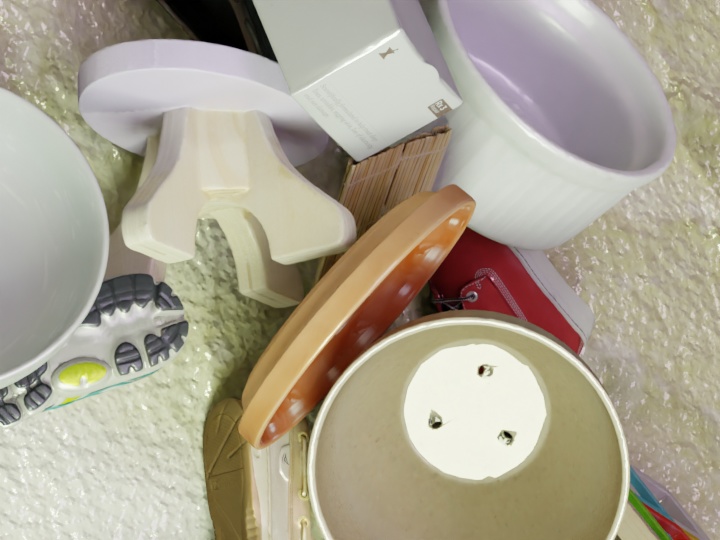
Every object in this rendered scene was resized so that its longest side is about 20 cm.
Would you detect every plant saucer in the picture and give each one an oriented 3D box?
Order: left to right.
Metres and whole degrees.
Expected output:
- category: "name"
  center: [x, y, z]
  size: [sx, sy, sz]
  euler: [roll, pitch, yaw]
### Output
- category: "plant saucer"
  center: [-0.007, 0.024, 1.644]
  size: [0.032, 0.200, 0.200]
  euler: [41, 56, 8]

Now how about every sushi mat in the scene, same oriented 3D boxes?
- category: "sushi mat"
  center: [0.000, 0.000, 1.729]
  size: [0.096, 0.012, 0.200]
  euler: [-19, 137, -44]

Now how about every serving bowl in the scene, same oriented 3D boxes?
- category: "serving bowl"
  center: [-0.245, -0.011, 1.530]
  size: [0.200, 0.066, 0.200]
  euler: [6, 63, -11]

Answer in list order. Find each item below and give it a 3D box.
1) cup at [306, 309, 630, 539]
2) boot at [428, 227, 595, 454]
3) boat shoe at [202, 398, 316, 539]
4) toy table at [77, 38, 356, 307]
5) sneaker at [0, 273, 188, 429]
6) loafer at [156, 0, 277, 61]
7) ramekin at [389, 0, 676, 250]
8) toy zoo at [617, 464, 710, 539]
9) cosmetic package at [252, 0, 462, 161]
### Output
- category: "cup"
  center: [0.071, 0.109, 1.745]
  size: [0.143, 0.200, 0.201]
  euler: [-72, 145, -76]
- category: "boot"
  center: [0.069, 0.040, 1.830]
  size: [0.200, 0.072, 0.144]
  euler: [45, 62, -33]
- category: "boat shoe"
  center: [-0.053, 0.180, 1.710]
  size: [0.069, 0.074, 0.200]
  euler: [1, 86, -35]
- category: "toy table"
  center: [-0.092, -0.052, 1.639]
  size: [0.200, 0.184, 0.117]
  euler: [16, 64, -49]
- category: "sneaker"
  center: [-0.197, 0.060, 1.594]
  size: [0.200, 0.080, 0.078]
  euler: [-10, 74, -24]
- category: "loafer"
  center: [-0.109, -0.192, 1.682]
  size: [0.200, 0.072, 0.063]
  euler: [46, 43, -31]
- category: "ramekin"
  center: [0.102, -0.109, 1.798]
  size: [0.200, 0.098, 0.201]
  euler: [29, 36, -23]
- category: "toy zoo"
  center: [0.212, 0.181, 1.893]
  size: [0.020, 0.131, 0.200]
  euler: [-45, 140, 9]
- category: "cosmetic package"
  center: [-0.021, -0.180, 1.637]
  size: [0.113, 0.081, 0.200]
  euler: [44, 23, -59]
